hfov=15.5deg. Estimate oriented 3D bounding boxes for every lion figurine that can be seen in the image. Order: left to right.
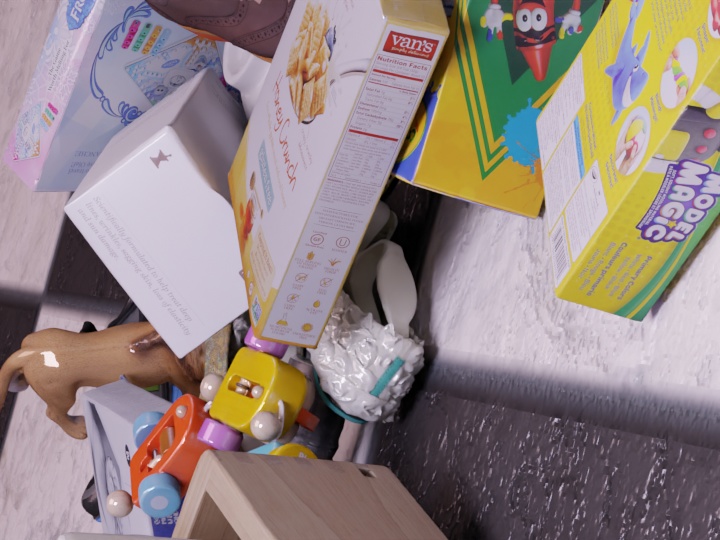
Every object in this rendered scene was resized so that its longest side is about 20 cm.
[{"bbox_3d":[-0.154,0.054,1.684,0.123,0.199,0.073,91,160,-67],"label":"lion figurine"}]

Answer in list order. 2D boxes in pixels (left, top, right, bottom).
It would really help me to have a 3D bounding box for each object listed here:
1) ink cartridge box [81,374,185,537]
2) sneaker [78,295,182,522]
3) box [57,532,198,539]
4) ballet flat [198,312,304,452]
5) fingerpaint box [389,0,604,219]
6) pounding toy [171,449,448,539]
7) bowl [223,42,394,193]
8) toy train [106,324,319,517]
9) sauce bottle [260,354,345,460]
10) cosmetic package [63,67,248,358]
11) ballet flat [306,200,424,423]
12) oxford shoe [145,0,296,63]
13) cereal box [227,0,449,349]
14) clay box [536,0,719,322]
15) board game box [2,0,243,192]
[{"bbox_3d":[-0.125,0.169,1.567,0.200,0.040,0.200,-167,68,-74],"label":"ink cartridge box"},{"bbox_3d":[-0.159,0.072,1.806,0.071,0.082,0.200,177,108,-72],"label":"sneaker"},{"bbox_3d":[-0.076,0.203,1.102,0.069,0.082,0.200,-62,35,31],"label":"box"},{"bbox_3d":[-0.058,0.074,1.538,0.200,0.070,0.071,-93,25,-45],"label":"ballet flat"},{"bbox_3d":[0.051,-0.126,1.350,0.200,0.073,0.167,-146,72,-72],"label":"fingerpaint box"},{"bbox_3d":[-0.018,0.204,1.221,0.184,0.142,0.201,47,123,53],"label":"pounding toy"},{"bbox_3d":[-0.022,-0.139,1.555,0.201,0.094,0.201,-163,90,-72],"label":"bowl"},{"bbox_3d":[-0.065,0.115,1.358,0.150,0.056,0.200,-53,26,19],"label":"toy train"},{"bbox_3d":[-0.047,0.147,1.430,0.065,0.064,0.201,-153,80,-72],"label":"sauce bottle"},{"bbox_3d":[-0.095,-0.038,1.530,0.081,0.113,0.200,-35,8,12],"label":"cosmetic package"},{"bbox_3d":[0.000,0.000,1.424,0.072,0.072,0.200,-62,28,32],"label":"ballet flat"},{"bbox_3d":[-0.070,-0.157,1.463,0.200,0.072,0.071,8,81,55],"label":"oxford shoe"},{"bbox_3d":[-0.015,-0.082,1.331,0.144,0.039,0.200,-102,28,-52],"label":"cereal box"},{"bbox_3d":[0.139,-0.088,1.092,0.115,0.047,0.200,-92,26,-45],"label":"clay box"},{"bbox_3d":[-0.105,-0.143,1.652,0.043,0.200,0.200,41,118,36],"label":"board game box"}]
